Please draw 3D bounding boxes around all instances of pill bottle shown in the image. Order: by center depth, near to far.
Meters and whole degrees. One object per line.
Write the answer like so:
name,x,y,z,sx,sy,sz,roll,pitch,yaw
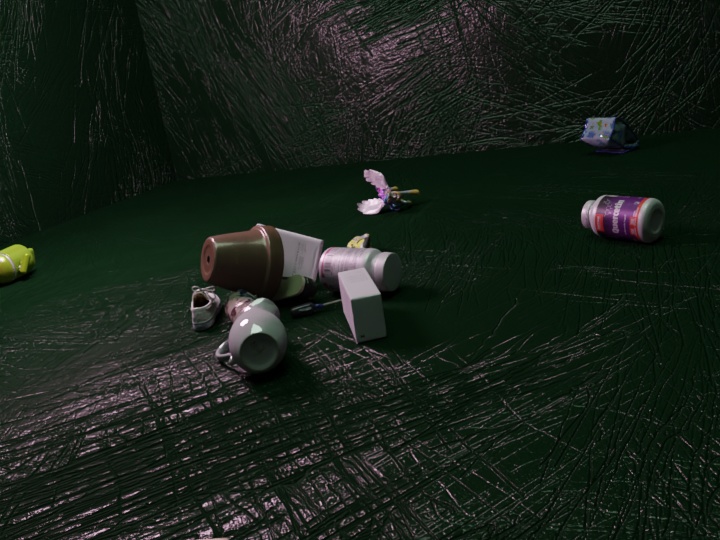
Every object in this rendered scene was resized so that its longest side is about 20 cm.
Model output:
pill bottle,0.000,0.000,1.685,0.196,0.116,0.113,4,22,34
pill bottle,0.693,-0.140,1.747,0.111,0.115,0.198,-21,21,-33

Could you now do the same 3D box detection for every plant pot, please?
plant pot,-0.314,-0.022,1.690,0.171,0.205,0.199,4,8,-32

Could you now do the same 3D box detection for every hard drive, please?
hard drive,-0.206,-0.040,1.802,0.196,0.135,0.026,14,5,16

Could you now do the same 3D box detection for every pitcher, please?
pitcher,-0.235,0.153,1.376,0.171,0.122,0.200,-41,18,0

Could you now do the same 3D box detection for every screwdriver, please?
screwdriver,-0.076,0.084,1.618,0.195,0.028,0.029,-10,48,-5

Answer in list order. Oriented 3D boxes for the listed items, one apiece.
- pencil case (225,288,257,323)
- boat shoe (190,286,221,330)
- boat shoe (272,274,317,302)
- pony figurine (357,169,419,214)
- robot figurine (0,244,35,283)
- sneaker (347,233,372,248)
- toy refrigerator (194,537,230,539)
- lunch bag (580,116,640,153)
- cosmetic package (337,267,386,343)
pencil case,-0.264,0.105,1.563,0.089,0.079,0.199,-37,24,-11
boat shoe,-0.411,0.078,1.710,0.073,0.088,0.202,-9,18,0
boat shoe,-0.193,0.051,1.728,0.199,0.075,0.062,-6,-21,45
pony figurine,0.101,-0.290,2.499,0.190,0.171,0.198,14,12,35
robot figurine,-1.301,-0.023,2.442,0.171,0.118,0.200,8,22,13
sneaker,0.002,-0.060,1.958,0.075,0.077,0.200,-17,7,1
toy refrigerator,-0.250,0.372,0.768,0.195,0.072,0.076,-7,11,7
lunch bag,1.090,-0.578,2.859,0.197,0.130,0.169,15,4,-32
cosmetic package,0.001,0.073,1.483,0.070,0.104,0.200,-10,19,-7
